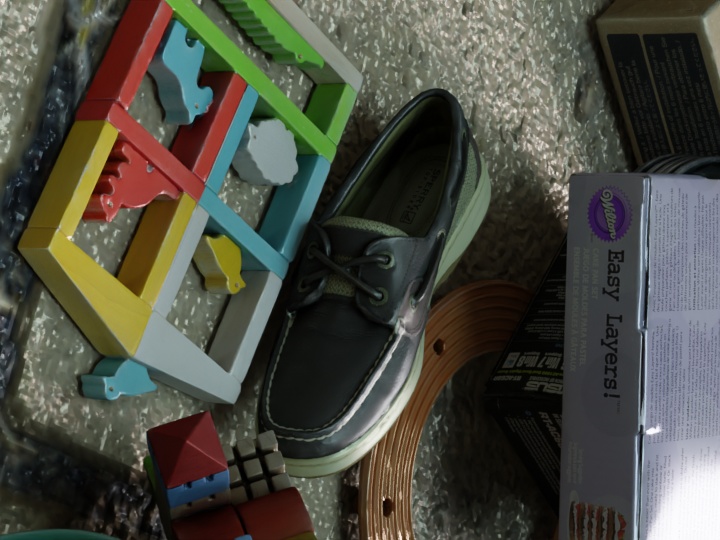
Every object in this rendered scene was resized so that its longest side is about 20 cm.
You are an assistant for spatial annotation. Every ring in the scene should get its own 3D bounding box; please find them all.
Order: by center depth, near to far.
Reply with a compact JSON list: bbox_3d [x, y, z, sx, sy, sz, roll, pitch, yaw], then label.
[{"bbox_3d":[0.059,0.105,1.197,0.200,0.019,0.202,-5,97,-51],"label":"ring"}]

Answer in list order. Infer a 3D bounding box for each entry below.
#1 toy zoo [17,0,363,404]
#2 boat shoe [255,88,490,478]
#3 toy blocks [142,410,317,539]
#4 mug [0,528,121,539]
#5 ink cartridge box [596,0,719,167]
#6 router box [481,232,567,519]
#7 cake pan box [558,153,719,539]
[{"bbox_3d":[-0.072,-0.035,1.028,0.131,0.020,0.201,44,59,-42],"label":"toy zoo"},{"bbox_3d":[0.001,0.000,1.072,0.066,0.071,0.201,74,35,-44],"label":"boat shoe"},{"bbox_3d":[-0.035,0.139,0.934,0.137,0.099,0.201,97,-25,-70],"label":"toy blocks"},{"bbox_3d":[-0.140,0.185,0.875,0.152,0.184,0.115,-70,146,-58],"label":"mug"},{"bbox_3d":[0.225,-0.113,1.344,0.200,0.075,0.165,-44,125,-41],"label":"ink cartridge box"},{"bbox_3d":[0.155,0.072,1.248,0.200,0.062,0.150,57,51,-36],"label":"router box"},{"bbox_3d":[0.167,0.044,1.173,0.184,0.052,0.201,-4,96,-52],"label":"cake pan box"}]
